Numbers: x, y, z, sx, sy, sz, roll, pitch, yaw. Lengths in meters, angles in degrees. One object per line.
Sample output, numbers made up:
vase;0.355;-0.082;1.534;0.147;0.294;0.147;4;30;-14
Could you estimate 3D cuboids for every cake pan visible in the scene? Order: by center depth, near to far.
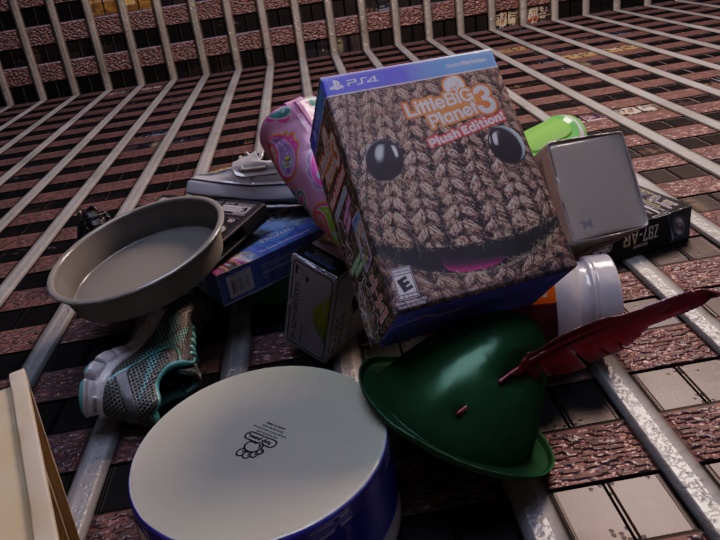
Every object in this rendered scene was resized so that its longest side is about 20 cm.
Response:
cake pan;-0.233;-0.014;0.748;0.195;0.037;0.202;-13;32;8

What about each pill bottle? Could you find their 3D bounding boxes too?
pill bottle;0.143;0.037;0.675;0.195;0.116;0.114;-7;25;5

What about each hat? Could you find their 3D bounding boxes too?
hat;0.117;0.041;0.543;0.196;0.179;0.166;14;17;-30

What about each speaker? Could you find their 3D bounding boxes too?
speaker;0.286;-0.190;1.131;0.198;0.090;0.087;-28;32;-36

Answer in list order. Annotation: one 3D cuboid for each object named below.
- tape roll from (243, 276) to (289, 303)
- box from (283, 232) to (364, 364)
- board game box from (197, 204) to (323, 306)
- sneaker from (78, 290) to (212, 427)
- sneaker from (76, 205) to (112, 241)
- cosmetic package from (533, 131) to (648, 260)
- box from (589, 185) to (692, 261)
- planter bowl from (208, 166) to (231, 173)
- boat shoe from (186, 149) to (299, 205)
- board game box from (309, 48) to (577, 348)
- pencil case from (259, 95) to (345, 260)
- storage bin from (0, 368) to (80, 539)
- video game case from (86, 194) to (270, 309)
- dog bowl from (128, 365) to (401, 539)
tape roll;-0.088;-0.025;0.948;0.195;0.049;0.202;-8;26;4
box;0.000;0.000;0.784;0.059;0.119;0.199;27;38;23
board game box;-0.138;-0.041;0.893;0.197;0.044;0.197;-27;30;-30
sneaker;-0.199;0.095;0.733;0.089;0.079;0.201;17;35;13
sneaker;-0.374;-0.038;1.016;0.075;0.093;0.198;-23;30;-34
cosmetic package;0.215;-0.063;0.765;0.085;0.106;0.200;-11;-8;-9
box;0.310;-0.077;0.938;0.157;0.045;0.200;-16;27;-16
planter bowl;-0.209;-0.116;1.132;0.195;0.085;0.201;-7;26;4
boat shoe;-0.131;-0.122;0.896;0.195;0.068;0.072;2;-3;19
board game box;0.060;-0.061;0.583;0.156;0.204;0.097;-14;-18;-14
pencil case;-0.021;-0.083;0.691;0.086;0.088;0.201;-22;62;-28
storage bin;-0.178;0.195;0.350;0.092;0.203;0.199;-18;27;-25
video game case;-0.234;-0.030;0.835;0.196;0.026;0.181;8;40;36
dog bowl;-0.070;0.160;0.527;0.195;0.081;0.201;-7;25;3
